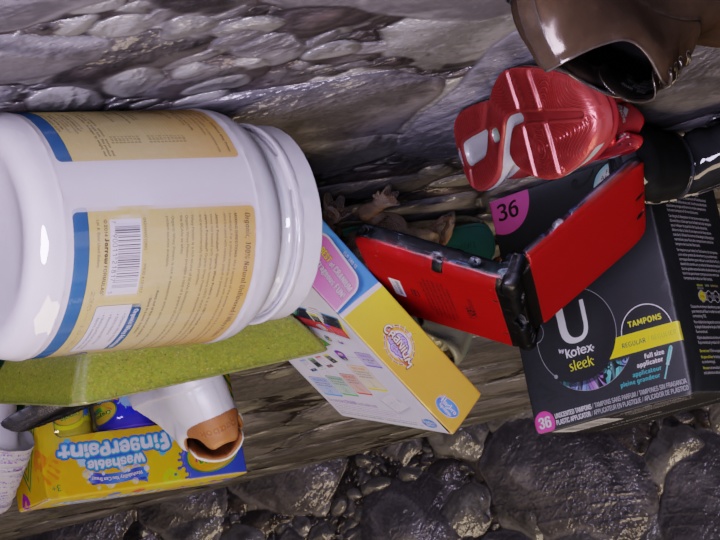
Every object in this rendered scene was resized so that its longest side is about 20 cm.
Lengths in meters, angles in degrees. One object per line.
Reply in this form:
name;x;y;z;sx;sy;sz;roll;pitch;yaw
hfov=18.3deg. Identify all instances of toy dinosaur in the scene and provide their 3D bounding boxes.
toy dinosaur;0.000;0.000;1.744;0.199;0.086;0.136;-11;161;-16

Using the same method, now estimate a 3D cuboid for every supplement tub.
supplement tub;-0.138;-0.024;1.335;0.200;0.145;0.145;-4;168;-35

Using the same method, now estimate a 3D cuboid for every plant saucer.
plant saucer;-0.156;0.056;1.634;0.200;0.048;0.200;-12;-177;-28

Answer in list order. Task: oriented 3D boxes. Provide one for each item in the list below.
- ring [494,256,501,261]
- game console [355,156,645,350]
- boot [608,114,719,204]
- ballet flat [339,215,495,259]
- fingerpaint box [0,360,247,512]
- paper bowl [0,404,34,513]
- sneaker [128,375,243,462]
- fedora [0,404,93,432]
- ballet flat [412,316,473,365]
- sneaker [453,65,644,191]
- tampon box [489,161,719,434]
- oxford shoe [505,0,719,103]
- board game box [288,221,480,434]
ring;0.074;0.001;1.993;0.200;0.019;0.200;-9;-177;0
game console;0.103;-0.025;1.581;0.172;0.119;0.200;17;168;12
boot;0.285;-0.093;1.652;0.199;0.066;0.165;-9;179;5
ballet flat;0.024;-0.010;1.852;0.200;0.068;0.062;-3;-179;-36
fingerpaint box;-0.216;0.118;2.001;0.200;0.167;0.073;-4;168;-32
paper bowl;-0.369;0.121;1.869;0.200;0.105;0.201;23;-175;-2
sneaker;-0.142;0.122;1.841;0.073;0.085;0.200;-25;-178;-11
fedora;-0.215;0.055;1.822;0.200;0.092;0.201;-25;176;-2
ballet flat;-0.003;0.037;1.877;0.199;0.064;0.067;13;164;3
sneaker;0.146;-0.105;1.463;0.115;0.079;0.200;-17;-175;-20
tampon box;0.216;0.021;1.828;0.150;0.201;0.126;-19;167;33
oxford shoe;0.156;-0.130;1.245;0.200;0.085;0.073;-5;167;-42
board game box;-0.023;0.036;1.633;0.040;0.200;0.153;-52;-153;-20
